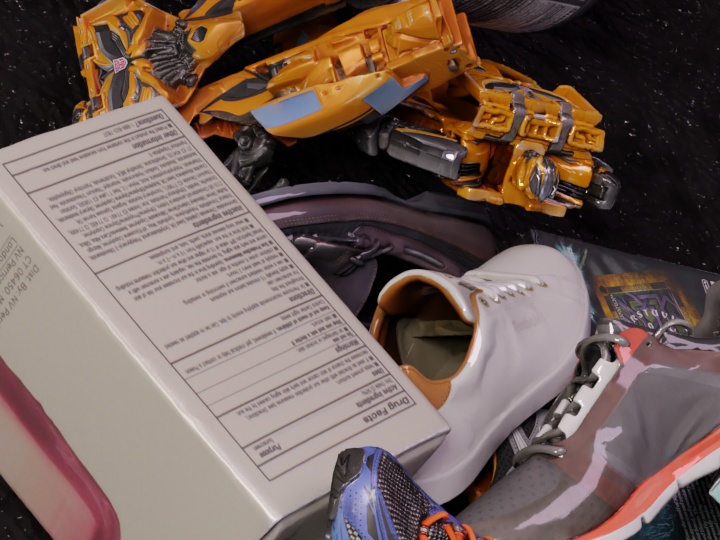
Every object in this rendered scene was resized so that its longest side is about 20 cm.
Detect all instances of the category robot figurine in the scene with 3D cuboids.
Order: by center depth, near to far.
[{"bbox_3d":[-0.050,-0.107,1.332,0.058,0.199,0.145,42,31,-58],"label":"robot figurine"},{"bbox_3d":[0.041,-0.081,1.409,0.145,0.058,0.200,9,14,-33],"label":"robot figurine"}]

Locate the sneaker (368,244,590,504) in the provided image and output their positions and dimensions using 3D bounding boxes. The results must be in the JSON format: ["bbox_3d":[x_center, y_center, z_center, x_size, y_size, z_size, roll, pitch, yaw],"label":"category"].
[{"bbox_3d":[0.054,0.023,1.304,0.073,0.085,0.200,2,29,23],"label":"sneaker"}]

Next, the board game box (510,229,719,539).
[{"bbox_3d":[0.154,0.073,1.443,0.135,0.028,0.200,13,44,-29],"label":"board game box"}]

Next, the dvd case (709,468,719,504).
[{"bbox_3d":[0.221,0.128,1.334,0.146,0.022,0.200,44,10,1],"label":"dvd case"}]

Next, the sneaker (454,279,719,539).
[{"bbox_3d":[0.102,0.065,1.229,0.200,0.077,0.082,-29,101,-29],"label":"sneaker"}]

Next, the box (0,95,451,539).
[{"bbox_3d":[-0.084,0.043,1.206,0.200,0.109,0.128,49,38,14],"label":"box"}]

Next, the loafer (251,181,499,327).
[{"bbox_3d":[0.000,0.000,1.359,0.200,0.072,0.063,-1,59,-47],"label":"loafer"}]

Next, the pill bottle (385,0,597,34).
[{"bbox_3d":[0.065,-0.174,1.438,0.106,0.106,0.200,53,22,19],"label":"pill bottle"}]

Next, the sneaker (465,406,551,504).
[{"bbox_3d":[0.077,0.140,1.280,0.077,0.078,0.200,9,41,-12],"label":"sneaker"}]

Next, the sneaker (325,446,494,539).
[{"bbox_3d":[0.056,0.135,1.134,0.200,0.078,0.075,48,30,-29],"label":"sneaker"}]
